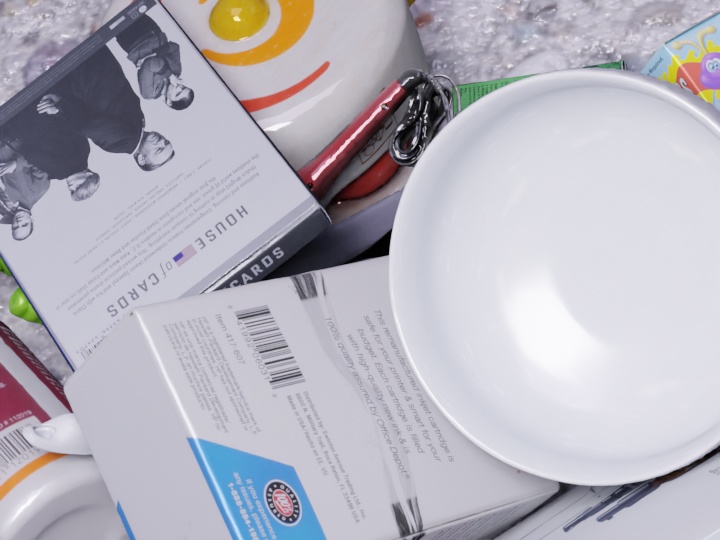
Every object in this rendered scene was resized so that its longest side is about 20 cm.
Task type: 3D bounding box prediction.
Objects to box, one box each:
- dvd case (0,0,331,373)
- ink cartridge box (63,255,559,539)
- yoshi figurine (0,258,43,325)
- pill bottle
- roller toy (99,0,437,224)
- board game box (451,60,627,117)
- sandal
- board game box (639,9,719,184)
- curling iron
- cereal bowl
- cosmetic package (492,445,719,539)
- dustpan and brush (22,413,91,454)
[{"bbox_3d":[-0.123,-0.043,1.253,0.150,0.025,0.200,-38,51,-1],"label":"dvd case"},{"bbox_3d":[-0.021,0.082,1.175,0.200,0.084,0.146,-11,66,-41],"label":"ink cartridge box"},{"bbox_3d":[-0.169,-0.022,1.328,0.200,0.113,0.112,23,26,11],"label":"yoshi figurine"},{"bbox_3d":[-0.209,0.092,1.284,0.114,0.114,0.200,-39,54,-13],"label":"pill bottle"},{"bbox_3d":[-0.052,-0.108,1.365,0.200,0.140,0.183,-10,54,8],"label":"roller toy"},{"bbox_3d":[0.105,-0.028,1.338,0.105,0.023,0.200,-8,55,13],"label":"board game box"},{"bbox_3d":[0.000,0.000,1.277,0.200,0.076,0.043,-25,71,-23],"label":"sandal"},{"bbox_3d":[0.225,-0.031,1.194,0.103,0.105,0.200,-29,78,-25],"label":"board game box"},{"bbox_3d":[-0.026,-0.035,1.278,0.200,0.026,0.050,-39,67,7],"label":"curling iron"},{"bbox_3d":[0.119,0.000,1.149,0.200,0.083,0.201,3,98,24],"label":"cereal bowl"},{"bbox_3d":[0.143,0.129,1.121,0.151,0.200,0.052,-34,97,-8],"label":"cosmetic package"},{"bbox_3d":[-0.088,0.079,1.244,0.057,0.200,0.140,-54,52,19],"label":"dustpan and brush"}]
